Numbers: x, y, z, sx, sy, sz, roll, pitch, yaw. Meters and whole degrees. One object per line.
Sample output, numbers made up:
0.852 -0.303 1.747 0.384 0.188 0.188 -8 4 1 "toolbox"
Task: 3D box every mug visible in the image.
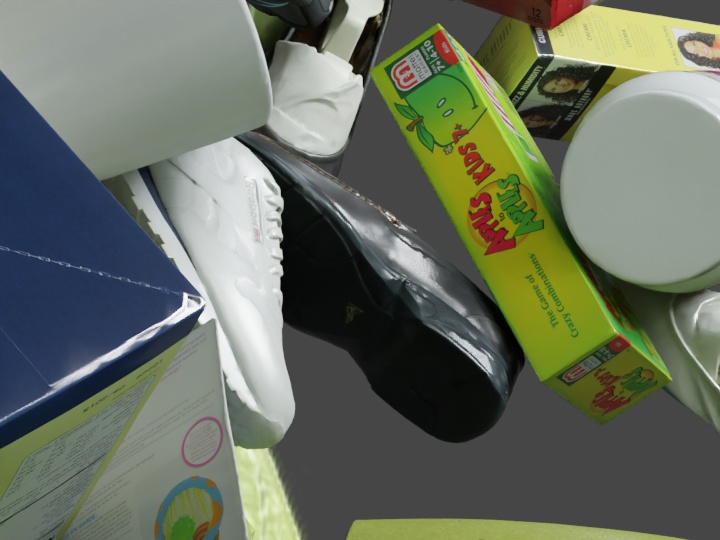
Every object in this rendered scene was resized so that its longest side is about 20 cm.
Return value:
-0.147 -0.110 1.127 0.153 0.150 0.187 -28 42 -12 "mug"

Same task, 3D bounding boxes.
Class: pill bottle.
0.171 -0.048 1.314 0.114 0.114 0.200 43 15 9 "pill bottle"

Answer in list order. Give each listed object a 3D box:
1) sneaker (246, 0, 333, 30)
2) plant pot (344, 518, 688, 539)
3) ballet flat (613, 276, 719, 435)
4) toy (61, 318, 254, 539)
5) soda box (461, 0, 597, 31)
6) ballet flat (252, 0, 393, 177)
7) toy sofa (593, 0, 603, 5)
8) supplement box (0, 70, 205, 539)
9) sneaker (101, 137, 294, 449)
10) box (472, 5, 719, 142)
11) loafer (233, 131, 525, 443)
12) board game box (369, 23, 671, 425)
-0.058 -0.175 1.341 0.080 0.075 0.200 59 1 -17 "sneaker"
0.075 0.186 1.087 0.199 0.188 0.188 18 44 4 "plant pot"
0.211 0.062 1.335 0.069 0.070 0.200 -23 67 -42 "ballet flat"
-0.081 0.134 1.077 0.047 0.115 0.201 33 35 -40 "toy"
0.044 -0.200 1.399 0.199 0.064 0.070 22 35 30 "soda box"
-0.025 -0.105 1.332 0.068 0.069 0.201 26 45 -9 "ballet flat"
0.092 -0.238 1.522 0.083 0.097 0.201 33 37 -39 "toy sofa"
-0.203 0.026 1.016 0.200 0.200 0.134 47 45 13 "supplement box"
-0.066 -0.010 1.172 0.080 0.077 0.201 -14 62 -22 "sneaker"
0.164 -0.108 1.447 0.199 0.075 0.050 6 52 -29 "box"
0.000 0.000 1.264 0.200 0.073 0.072 45 35 -3 "loafer"
0.084 -0.023 1.308 0.201 0.047 0.102 62 13 26 "board game box"
